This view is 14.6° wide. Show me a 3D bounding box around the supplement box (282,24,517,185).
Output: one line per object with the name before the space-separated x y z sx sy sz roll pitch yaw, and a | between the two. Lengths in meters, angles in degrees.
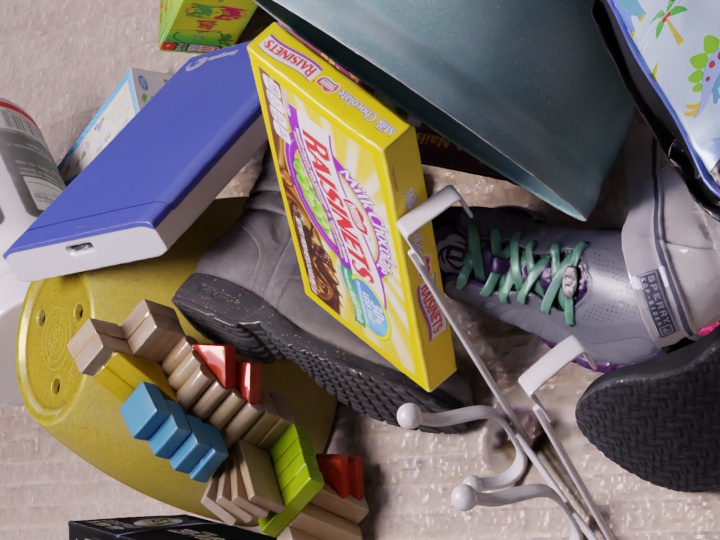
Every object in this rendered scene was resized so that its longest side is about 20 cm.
supplement box | 0.057 -0.160 1.448 0.103 0.130 0.201 52 125 49

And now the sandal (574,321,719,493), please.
sandal | 0.171 0.050 1.291 0.045 0.075 0.200 -54 10 -34

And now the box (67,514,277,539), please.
box | -0.100 0.252 1.632 0.163 0.086 0.202 4 94 57

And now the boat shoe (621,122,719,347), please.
boat shoe | 0.160 -0.027 1.279 0.200 0.069 0.071 -67 -43 -71

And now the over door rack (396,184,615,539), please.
over door rack | 0.068 0.079 1.356 0.148 0.066 0.201 53 165 47

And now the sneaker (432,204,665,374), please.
sneaker | 0.084 0.007 1.409 0.200 0.087 0.075 14 96 58

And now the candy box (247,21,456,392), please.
candy box | -0.002 -0.028 1.414 0.102 0.026 0.201 36 155 31

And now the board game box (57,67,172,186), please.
board game box | -0.171 -0.020 1.864 0.200 0.034 0.135 -47 46 42

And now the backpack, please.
backpack | 0.200 -0.087 1.171 0.147 0.183 0.201 -42 45 14

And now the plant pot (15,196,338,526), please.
plant pot | -0.120 0.046 1.671 0.200 0.141 0.202 -18 69 54

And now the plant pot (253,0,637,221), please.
plant pot | 0.057 -0.134 1.292 0.135 0.200 0.200 -56 35 0

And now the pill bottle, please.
pill bottle | -0.234 -0.013 1.823 0.114 0.113 0.200 -61 38 30

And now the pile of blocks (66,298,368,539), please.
pile of blocks | -0.069 0.086 1.554 0.062 0.200 0.082 -49 11 23

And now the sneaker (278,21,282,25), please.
sneaker | -0.005 -0.188 1.613 0.200 0.087 0.074 -97 10 -61

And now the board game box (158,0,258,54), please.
board game box | -0.086 -0.201 1.689 0.200 0.047 0.102 143 131 -77

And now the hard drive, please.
hard drive | -0.107 -0.070 1.639 0.131 0.025 0.200 -11 30 44

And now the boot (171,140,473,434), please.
boot | 0.000 0.000 1.551 0.199 0.070 0.132 25 73 26
